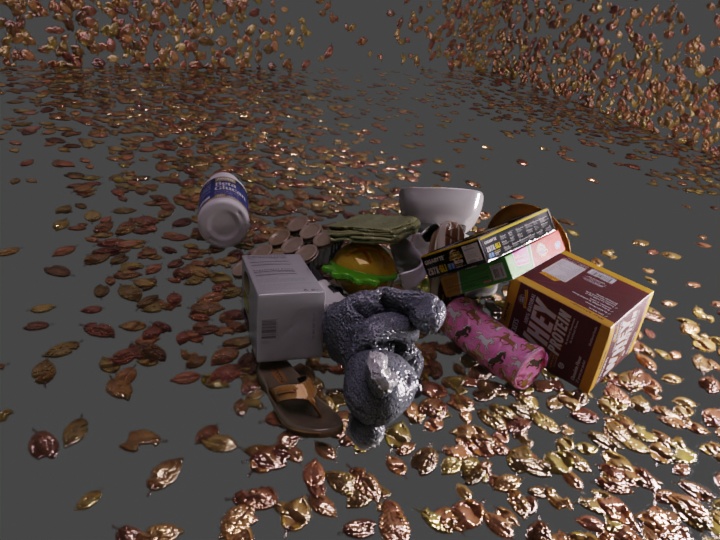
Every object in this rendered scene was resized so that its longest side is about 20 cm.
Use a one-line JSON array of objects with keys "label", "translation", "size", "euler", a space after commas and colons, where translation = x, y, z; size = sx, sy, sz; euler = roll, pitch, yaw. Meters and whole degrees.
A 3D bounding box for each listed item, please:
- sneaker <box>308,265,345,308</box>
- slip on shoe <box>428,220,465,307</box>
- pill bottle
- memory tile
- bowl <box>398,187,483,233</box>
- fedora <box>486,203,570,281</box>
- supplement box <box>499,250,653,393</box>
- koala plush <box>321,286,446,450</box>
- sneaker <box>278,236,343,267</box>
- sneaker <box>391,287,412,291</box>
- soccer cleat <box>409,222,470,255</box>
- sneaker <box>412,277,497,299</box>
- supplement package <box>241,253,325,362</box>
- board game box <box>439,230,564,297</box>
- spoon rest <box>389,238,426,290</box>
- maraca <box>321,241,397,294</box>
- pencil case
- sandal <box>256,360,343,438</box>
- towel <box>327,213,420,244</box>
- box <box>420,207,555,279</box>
[{"label": "sneaker", "translation": [-0.056, 0.065, 1.144], "size": [0.087, 0.075, 0.201], "euler": [9, 31, -25]}, {"label": "slip on shoe", "translation": [0.157, 0.007, 1.216], "size": [0.075, 0.205, 0.060], "euler": [13, -16, -32]}, {"label": "pill bottle", "translation": [-0.304, -0.144, 1.402], "size": [0.108, 0.113, 0.201], "euler": [1, 29, -13]}, {"label": "memory tile", "translation": [-0.151, -0.031, 1.243], "size": [0.199, 0.017, 0.152], "euler": [-41, 41, -21]}, {"label": "bowl", "translation": [0.186, -0.132, 1.476], "size": [0.195, 0.077, 0.200], "euler": [2, -8, 6]}, {"label": "fedora", "translation": [0.330, -0.036, 1.299], "size": [0.198, 0.204, 0.082], "euler": [25, 44, 28]}, {"label": "supplement box", "translation": [0.388, 0.083, 1.152], "size": [0.195, 0.135, 0.198], "euler": [30, 35, 34]}, {"label": "koala plush", "translation": [0.023, 0.142, 0.913], "size": [0.179, 0.180, 0.202], "euler": [13, 39, -5]}, {"label": "sneaker", "translation": [-0.108, -0.047, 1.327], "size": [0.089, 0.068, 0.200], "euler": [23, 34, 21]}, {"label": "sneaker", "translation": [0.034, 0.063, 1.079], "size": [0.198, 0.090, 0.079], "euler": [-6, 61, -54]}, {"label": "soccer cleat", "translation": [0.184, -0.069, 1.423], "size": [0.197, 0.087, 0.068], "euler": [-14, 35, -34]}, {"label": "sneaker", "translation": [0.193, 0.016, 1.281], "size": [0.196, 0.078, 0.076], "euler": [-9, 34, -24]}, {"label": "supplement package", "translation": [-0.135, 0.055, 1.056], "size": [0.107, 0.117, 0.200], "euler": [-2, 19, -18]}, {"label": "board game box", "translation": [0.262, -0.013, 1.160], "size": [0.198, 0.041, 0.151], "euler": [-22, 2, -44]}, {"label": "spoon rest", "translation": [0.099, -0.019, 1.289], "size": [0.059, 0.101, 0.201], "euler": [-17, 22, 4]}, {"label": "maraca", "translation": [0.000, 0.000, 1.208], "size": [0.134, 0.110, 0.200], "euler": [11, 11, 15]}, {"label": "pencil case", "translation": [0.228, 0.123, 1.095], "size": [0.082, 0.088, 0.199], "euler": [25, 10, -46]}, {"label": "sandal", "translation": [-0.097, 0.177, 0.934], "size": [0.079, 0.055, 0.200], "euler": [-10, 33, -32]}, {"label": "towel", "translation": [0.029, -0.080, 1.238], "size": [0.145, 0.037, 0.200], "euler": [6, 15, 19]}, {"label": "box", "translation": [0.230, -0.048, 1.141], "size": [0.197, 0.050, 0.159], "euler": [-22, 0, -34]}]
